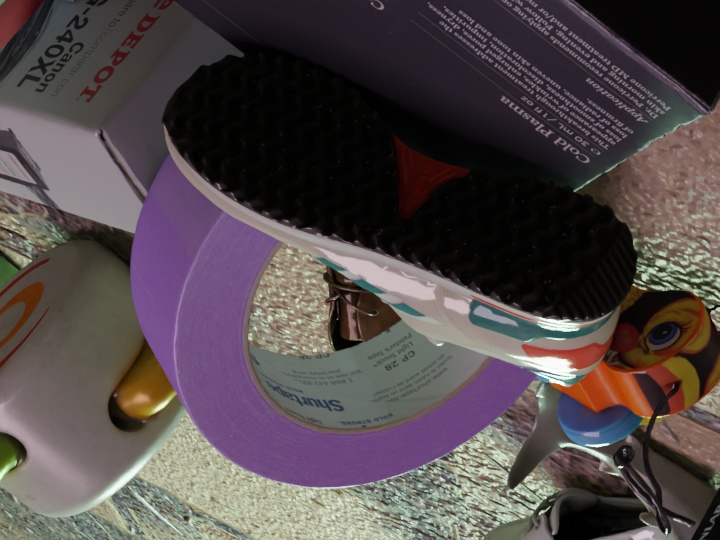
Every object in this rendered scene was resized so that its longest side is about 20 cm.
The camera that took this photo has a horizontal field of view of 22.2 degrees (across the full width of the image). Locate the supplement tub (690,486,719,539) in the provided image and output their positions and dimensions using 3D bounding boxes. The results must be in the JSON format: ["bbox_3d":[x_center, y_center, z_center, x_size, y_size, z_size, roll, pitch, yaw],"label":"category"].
[{"bbox_3d":[0.216,0.162,0.898,0.122,0.200,0.123,28,157,13],"label":"supplement tub"}]

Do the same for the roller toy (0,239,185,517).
[{"bbox_3d":[-0.210,0.081,1.352,0.140,0.200,0.182,44,-169,-23],"label":"roller toy"}]

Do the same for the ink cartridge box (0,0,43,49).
[{"bbox_3d":[-0.159,-0.202,0.685,0.145,0.145,0.200,33,145,0],"label":"ink cartridge box"}]

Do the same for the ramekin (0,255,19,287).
[{"bbox_3d":[-0.351,0.040,1.571,0.200,0.098,0.200,28,157,13],"label":"ramekin"}]

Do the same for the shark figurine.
[{"bbox_3d":[0.194,0.136,1.077,0.215,0.128,0.090,48,134,10],"label":"shark figurine"}]

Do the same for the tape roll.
[{"bbox_3d":[0.000,0.000,0.835,0.200,0.200,0.066,53,180,-40],"label":"tape roll"}]

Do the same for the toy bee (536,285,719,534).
[{"bbox_3d":[0.140,0.042,0.914,0.200,0.109,0.131,51,174,35],"label":"toy bee"}]

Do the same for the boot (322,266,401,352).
[{"bbox_3d":[0.008,-0.001,1.017,0.074,0.076,0.200,21,154,32],"label":"boot"}]

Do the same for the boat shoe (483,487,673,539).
[{"bbox_3d":[0.146,0.173,1.216,0.200,0.074,0.067,-9,119,47],"label":"boat shoe"}]

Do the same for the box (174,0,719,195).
[{"bbox_3d":[0.033,-0.127,0.679,0.200,0.104,0.182,37,157,-8],"label":"box"}]

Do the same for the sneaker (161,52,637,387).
[{"bbox_3d":[0.010,-0.011,0.718,0.200,0.070,0.093,24,151,16],"label":"sneaker"}]

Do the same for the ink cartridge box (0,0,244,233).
[{"bbox_3d":[-0.132,-0.108,0.890,0.200,0.145,0.083,16,150,37],"label":"ink cartridge box"}]
